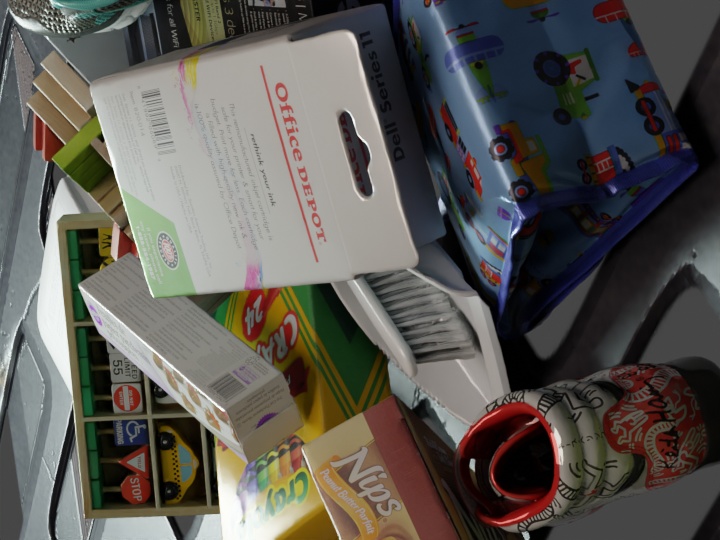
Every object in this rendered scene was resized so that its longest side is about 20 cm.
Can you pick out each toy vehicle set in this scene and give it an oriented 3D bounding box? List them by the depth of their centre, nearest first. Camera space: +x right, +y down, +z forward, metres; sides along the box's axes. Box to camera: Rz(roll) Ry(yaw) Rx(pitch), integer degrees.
[{"bbox_3d":[-0.126,0.060,1.366,0.027,0.123,0.202,-84,-10,-77],"label":"toy vehicle set"}]

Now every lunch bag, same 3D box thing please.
[{"bbox_3d":[0.064,-0.063,1.006,0.200,0.093,0.152,116,135,-66],"label":"lunch bag"}]

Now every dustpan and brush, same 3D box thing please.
[{"bbox_3d":[0.000,0.000,1.100,0.200,0.057,0.140,53,169,34],"label":"dustpan and brush"}]

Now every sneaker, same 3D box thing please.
[{"bbox_3d":[0.081,0.088,0.988,0.201,0.107,0.068,-30,73,62],"label":"sneaker"},{"bbox_3d":[-0.134,-0.158,1.040,0.199,0.091,0.078,-17,95,50],"label":"sneaker"}]

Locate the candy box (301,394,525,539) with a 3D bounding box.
[{"bbox_3d":[0.047,0.147,1.015,0.116,0.055,0.200,64,-172,27],"label":"candy box"}]

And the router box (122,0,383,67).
[{"bbox_3d":[-0.059,-0.142,1.079,0.156,0.052,0.202,12,117,45],"label":"router box"}]

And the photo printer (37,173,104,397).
[{"bbox_3d":[-0.160,0.046,1.482,0.200,0.069,0.167,56,144,38],"label":"photo printer"}]

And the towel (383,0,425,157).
[{"bbox_3d":[-0.018,-0.123,1.129,0.111,0.048,0.202,14,117,34],"label":"towel"}]

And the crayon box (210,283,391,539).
[{"bbox_3d":[-0.032,0.091,1.172,0.127,0.050,0.202,-43,46,47],"label":"crayon box"}]

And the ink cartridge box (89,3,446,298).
[{"bbox_3d":[-0.033,-0.056,1.000,0.199,0.067,0.118,-5,105,48],"label":"ink cartridge box"}]

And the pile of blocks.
[{"bbox_3d":[-0.135,-0.037,1.263,0.200,0.062,0.082,46,178,-4],"label":"pile of blocks"}]

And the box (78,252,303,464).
[{"bbox_3d":[-0.098,0.046,1.181,0.200,0.041,0.039,32,149,53],"label":"box"}]

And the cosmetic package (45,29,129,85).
[{"bbox_3d":[-0.144,-0.126,1.290,0.200,0.052,0.151,48,180,-43],"label":"cosmetic package"}]
